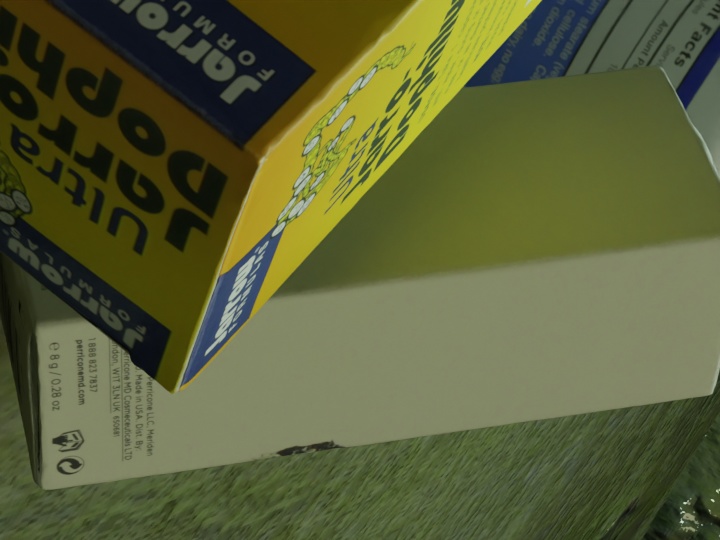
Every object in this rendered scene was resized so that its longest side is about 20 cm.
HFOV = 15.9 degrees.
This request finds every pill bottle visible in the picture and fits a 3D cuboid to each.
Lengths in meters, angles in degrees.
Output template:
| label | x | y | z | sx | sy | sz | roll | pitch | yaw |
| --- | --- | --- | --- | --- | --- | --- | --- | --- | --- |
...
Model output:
| label | x | y | z | sx | sy | sz | roll | pitch | yaw |
| --- | --- | --- | --- | --- | --- | --- | --- | --- | --- |
| pill bottle | 0.100 | -0.072 | 0.898 | 0.112 | 0.200 | 0.112 | -52 | 166 | -19 |

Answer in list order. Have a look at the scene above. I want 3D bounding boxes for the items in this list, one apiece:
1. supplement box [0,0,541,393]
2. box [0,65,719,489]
| label | x | y | z | sx | sy | sz | roll | pitch | yaw |
| --- | --- | --- | --- | --- | --- | --- | --- | --- | --- |
| supplement box | -0.018 | -0.089 | 0.625 | 0.200 | 0.109 | 0.110 | -49 | 171 | -32 |
| box | 0.000 | 0.000 | 0.725 | 0.199 | 0.082 | 0.069 | -6 | 134 | -11 |
